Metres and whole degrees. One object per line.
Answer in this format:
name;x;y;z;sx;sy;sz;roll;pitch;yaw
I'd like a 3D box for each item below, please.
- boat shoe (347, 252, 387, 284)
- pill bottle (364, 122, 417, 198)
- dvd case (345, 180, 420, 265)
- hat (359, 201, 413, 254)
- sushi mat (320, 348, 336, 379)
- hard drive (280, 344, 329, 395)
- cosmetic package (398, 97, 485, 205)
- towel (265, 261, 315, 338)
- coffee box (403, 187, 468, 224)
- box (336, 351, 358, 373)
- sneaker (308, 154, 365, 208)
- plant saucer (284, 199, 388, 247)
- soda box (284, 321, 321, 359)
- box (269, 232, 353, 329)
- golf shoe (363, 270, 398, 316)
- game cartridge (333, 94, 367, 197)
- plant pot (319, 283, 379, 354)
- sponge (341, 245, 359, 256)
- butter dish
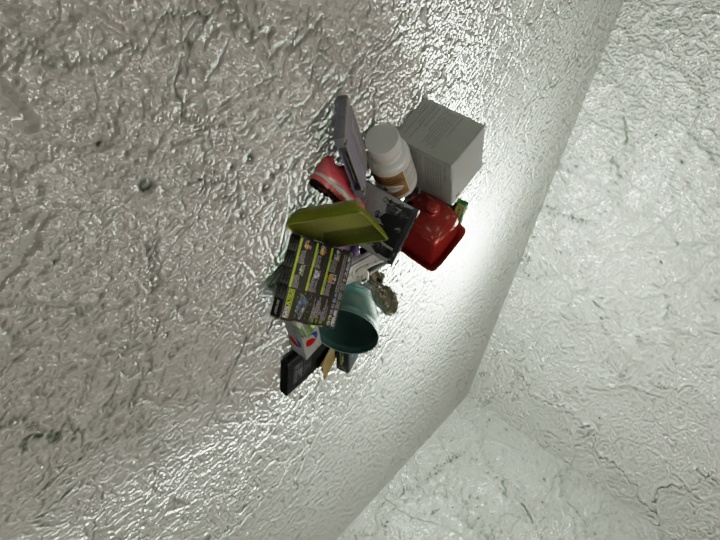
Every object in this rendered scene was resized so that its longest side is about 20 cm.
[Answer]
boat shoe;0.000;0.000;1.629;0.198;0.067;0.074;-37;163;-7
pill bottle;0.076;-0.278;1.536;0.116;0.113;0.201;-54;154;-10
dvd case;0.032;-0.129;1.512;0.153;0.197;0.025;-62;162;8
hat;0.046;-0.140;1.604;0.200;0.081;0.201;-44;-171;8
sushi mat;-0.074;0.233;1.860;0.097;0.012;0.203;87;27;-56
hard drive;-0.157;0.258;1.766;0.199;0.032;0.142;-38;147;-40
cosmetic package;0.213;-0.324;1.646;0.167;0.198;0.169;-49;154;-20
towel;-0.137;0.051;1.495;0.150;0.030;0.202;-47;128;-24
coffee box;0.219;-0.185;1.805;0.044;0.197;0.126;-24;139;-51
box;-0.014;0.198;1.904;0.160;0.050;0.202;91;25;-49
sneaker;-0.037;-0.201;1.429;0.199;0.073;0.089;35;76;-52
plant saucer;-0.052;-0.112;1.431;0.200;0.194;0.049;35;51;-64
soda box;-0.157;0.150;1.614;0.068;0.063;0.203;-44;150;-28
box;-0.114;0.030;1.467;0.190;0.047;0.206;15;90;-45
golf shoe;0.050;0.078;1.792;0.077;0.202;0.099;10;125;-30
game cartridge;-0.022;-0.278;1.364;0.201;0.037;0.133;66;20;-56
plant pot;-0.031;0.122;1.706;0.203;0.194;0.136;90;13;-48
sponge;-0.070;-0.037;1.618;0.199;0.029;0.114;-39;147;-39
butter dish;0.186;-0.137;1.667;0.200;0.198;0.149;-47;164;-28
